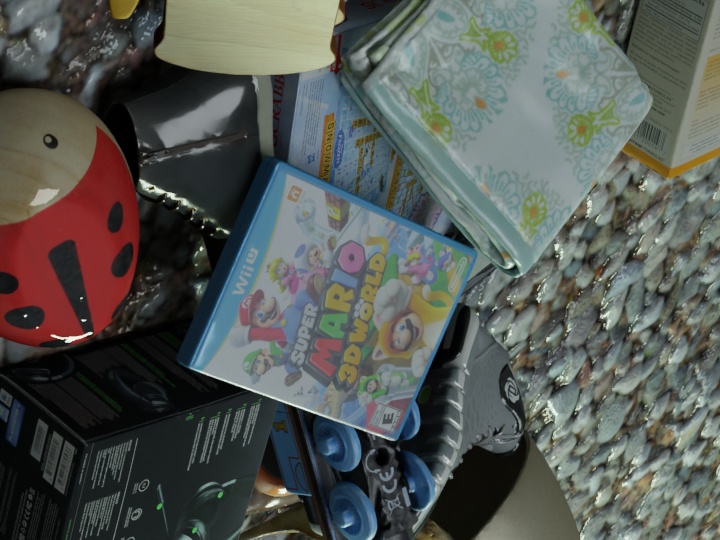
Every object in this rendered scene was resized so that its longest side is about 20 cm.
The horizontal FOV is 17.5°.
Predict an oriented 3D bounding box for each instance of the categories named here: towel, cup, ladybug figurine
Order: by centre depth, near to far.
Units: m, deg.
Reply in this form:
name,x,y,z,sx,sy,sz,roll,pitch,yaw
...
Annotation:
name,x,y,z,sx,sy,sz,roll,pitch,yaw
ladybug figurine,-0.188,-0.020,1.389,0.136,0.072,0.200,-33,143,-12
towel,0.095,-0.122,1.555,0.171,0.048,0.200,-50,116,-19
cup,0.105,0.245,1.889,0.200,0.200,0.143,-47,105,-13

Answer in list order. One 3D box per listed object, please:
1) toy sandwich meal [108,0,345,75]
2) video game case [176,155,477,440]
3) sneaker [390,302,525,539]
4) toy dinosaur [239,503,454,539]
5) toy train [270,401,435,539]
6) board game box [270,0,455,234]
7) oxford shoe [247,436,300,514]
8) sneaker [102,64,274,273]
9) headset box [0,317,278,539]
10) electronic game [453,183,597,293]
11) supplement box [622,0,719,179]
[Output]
name,x,y,z,sx,sy,sz,roll,pitch,yaw
toy sandwich meal,-0.067,-0.182,1.333,0.205,0.204,0.071,36,46,-59
video game case,-0.018,0.022,1.535,0.200,0.018,0.144,23,91,-43
sneaker,0.076,0.135,1.770,0.115,0.075,0.201,38,63,-39
toy dinosaur,-0.027,0.186,1.807,0.101,0.199,0.058,-81,164,-64
toy train,-0.018,0.108,1.657,0.087,0.114,0.201,-25,106,-36
board game box,0.003,-0.095,1.604,0.199,0.041,0.201,-22,131,-44
oxford shoe,-0.022,0.129,1.793,0.200,0.071,0.073,-21,157,-39
sneaker,-0.111,-0.049,1.494,0.106,0.075,0.201,-28,131,-29
headset box,-0.157,0.139,1.577,0.200,0.093,0.175,-16,132,-46
electronic game,0.098,-0.027,1.715,0.200,0.042,0.200,-38,175,-4
supplement box,0.279,-0.189,1.872,0.126,0.073,0.201,-23,137,-40
